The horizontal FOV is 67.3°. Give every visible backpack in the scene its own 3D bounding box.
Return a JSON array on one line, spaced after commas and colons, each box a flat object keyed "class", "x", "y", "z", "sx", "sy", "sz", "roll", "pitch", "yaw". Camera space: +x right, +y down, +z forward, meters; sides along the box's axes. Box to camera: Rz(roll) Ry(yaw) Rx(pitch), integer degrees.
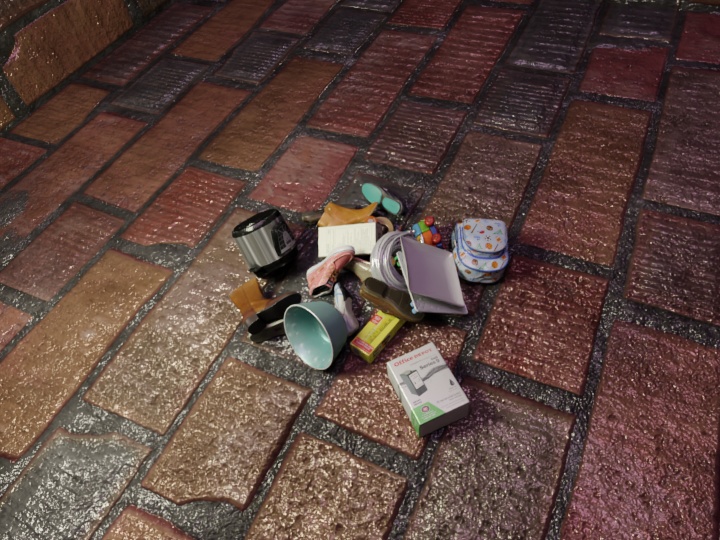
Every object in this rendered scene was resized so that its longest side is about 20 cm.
[{"class": "backpack", "x": 0.372, "y": -0.060, "z": 1.662, "sx": 0.199, "sy": 0.154, "sz": 0.191, "roll": 1, "pitch": 62, "yaw": 5}]

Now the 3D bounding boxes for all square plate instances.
[{"class": "square plate", "x": 0.203, "y": 0.007, "z": 1.574, "sx": 0.198, "sy": 0.028, "sz": 0.201, "roll": 15, "pitch": 49, "yaw": -27}]

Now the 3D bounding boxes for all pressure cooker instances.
[{"class": "pressure cooker", "x": -0.297, "y": -0.079, "z": 1.741, "sx": 0.175, "sy": 0.200, "sz": 0.179, "roll": -26, "pitch": 19, "yaw": -5}]

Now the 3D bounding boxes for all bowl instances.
[{"class": "bowl", "x": -0.114, "y": 0.167, "z": 1.534, "sx": 0.201, "sy": 0.201, "sz": 0.105, "roll": 33, "pitch": 44, "yaw": 29}]

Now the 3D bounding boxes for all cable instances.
[{"class": "cable", "x": 0.116, "y": -0.020, "z": 1.642, "sx": 0.199, "sy": 0.069, "sz": 0.201, "roll": -5, "pitch": 83, "yaw": -36}]

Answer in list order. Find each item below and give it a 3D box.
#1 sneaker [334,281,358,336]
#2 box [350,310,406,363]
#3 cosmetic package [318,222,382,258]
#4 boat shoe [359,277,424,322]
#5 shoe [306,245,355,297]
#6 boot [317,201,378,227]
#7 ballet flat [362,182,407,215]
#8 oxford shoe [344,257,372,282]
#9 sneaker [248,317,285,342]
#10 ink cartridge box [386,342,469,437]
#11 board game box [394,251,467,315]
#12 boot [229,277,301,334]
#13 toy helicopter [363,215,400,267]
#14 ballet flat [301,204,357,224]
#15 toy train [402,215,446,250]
[{"class": "sneaker", "x": -0.057, "y": 0.114, "z": 1.632, "sx": 0.072, "sy": 0.072, "sz": 0.200, "roll": -32, "pitch": 42, "yaw": 16}, {"class": "box", "x": 0.060, "y": 0.171, "z": 1.577, "sx": 0.075, "sy": 0.050, "sz": 0.200, "roll": 31, "pitch": 61, "yaw": 27}, {"class": "cosmetic package", "x": -0.032, "y": -0.093, "z": 1.741, "sx": 0.199, "sy": 0.071, "sz": 0.106, "roll": -2, "pitch": 84, "yaw": 21}, {"class": "boat shoe", "x": 0.090, "y": 0.092, "z": 1.564, "sx": 0.200, "sy": 0.068, "sz": 0.072, "roll": 33, "pitch": 50, "yaw": 5}, {"class": "shoe", "x": -0.088, "y": 0.006, "z": 1.675, "sx": 0.200, "sy": 0.071, "sz": 0.091, "roll": -34, "pitch": 48, "yaw": 30}, {"class": "boot", "x": -0.044, "y": -0.197, "z": 1.849, "sx": 0.144, "sy": 0.071, "sz": 0.201, "roll": 36, "pitch": 69, "yaw": 4}, {"class": "ballet flat", "x": 0.089, "y": -0.248, "z": 1.905, "sx": 0.073, "sy": 0.073, "sz": 0.200, "roll": -38, "pitch": 53, "yaw": -21}, {"class": "oxford shoe", "x": 0.000, "y": 0.000, "z": 1.713, "sx": 0.199, "sy": 0.070, "sz": 0.075, "roll": 7, "pitch": 84, "yaw": 31}, {"class": "sneaker", "x": -0.247, "y": 0.135, "z": 1.635, "sx": 0.199, "sy": 0.075, "sz": 0.106, "roll": -16, "pitch": 51, "yaw": -3}, {"class": "ink cartridge box", "x": 0.174, "y": 0.310, "z": 1.427, "sx": 0.146, "sy": 0.084, "sz": 0.200, "roll": -22, "pitch": 51, "yaw": -10}, {"class": "board game box", "x": 0.206, "y": 0.042, "z": 1.589, "sx": 0.199, "sy": 0.026, "sz": 0.201, "roll": 6, "pitch": 54, "yaw": -34}, {"class": "boot", "x": -0.287, "y": 0.084, "z": 1.629, "sx": 0.188, "sy": 0.069, "sz": 0.200, "roll": -39, "pitch": 40, "yaw": -2}, {"class": "toy helicopter", "x": 0.086, "y": -0.091, "z": 1.785, "sx": 0.132, "sy": 0.079, "sz": 0.201, "roll": -8, "pitch": 61, "yaw": -10}, {"class": "ballet flat", "x": -0.108, "y": -0.197, "z": 1.906, "sx": 0.199, "sy": 0.047, "sz": 0.067, "roll": -13, "pitch": 19, "yaw": -9}, {"class": "toy train", "x": 0.215, "y": -0.069, "z": 1.738, "sx": 0.115, "sy": 0.085, "sz": 0.201, "roll": -23, "pitch": 59, "yaw": 10}]
